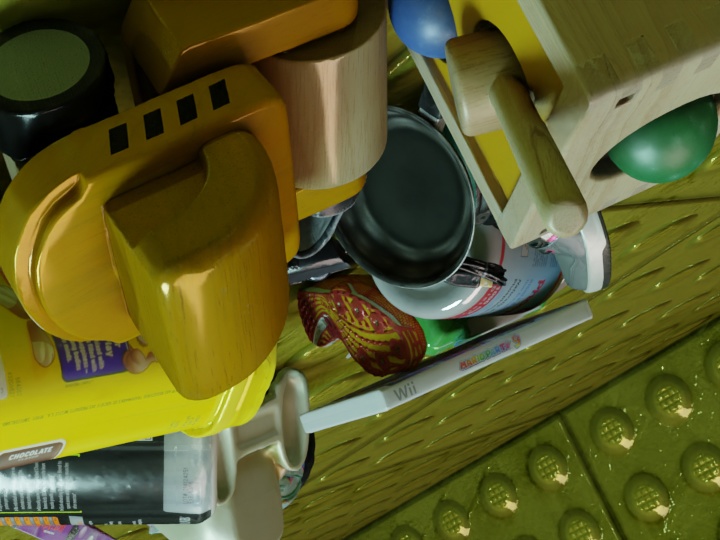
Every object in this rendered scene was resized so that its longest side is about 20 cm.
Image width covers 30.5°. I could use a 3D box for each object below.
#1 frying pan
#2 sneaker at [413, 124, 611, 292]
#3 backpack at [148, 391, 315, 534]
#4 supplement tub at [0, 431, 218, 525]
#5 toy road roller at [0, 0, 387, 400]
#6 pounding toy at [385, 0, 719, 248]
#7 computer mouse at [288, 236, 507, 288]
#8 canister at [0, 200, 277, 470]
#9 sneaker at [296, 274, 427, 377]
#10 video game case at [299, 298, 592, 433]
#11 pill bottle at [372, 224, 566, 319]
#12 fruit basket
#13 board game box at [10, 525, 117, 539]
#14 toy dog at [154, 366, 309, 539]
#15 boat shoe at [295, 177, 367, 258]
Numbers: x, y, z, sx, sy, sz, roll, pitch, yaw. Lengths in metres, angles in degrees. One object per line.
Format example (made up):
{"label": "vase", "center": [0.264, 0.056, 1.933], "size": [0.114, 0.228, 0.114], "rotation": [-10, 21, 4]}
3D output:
{"label": "frying pan", "center": [0.024, -0.080, 0.784], "size": [0.114, 0.192, 0.031], "rotation": [16, -151, 32]}
{"label": "sneaker", "center": [0.089, -0.046, 0.859], "size": [0.119, 0.084, 0.201], "rotation": [-22, 128, 4]}
{"label": "backpack", "center": [-0.141, 0.189, 1.285], "size": [0.166, 0.128, 0.200], "rotation": [-27, 163, 17]}
{"label": "supplement tub", "center": [-0.184, 0.089, 0.785], "size": [0.197, 0.124, 0.123], "rotation": [1, 160, -8]}
{"label": "toy road roller", "center": [-0.057, -0.037, 0.562], "size": [0.198, 0.146, 0.124], "rotation": [-26, 143, -19]}
{"label": "pounding toy", "center": [0.077, -0.098, 0.532], "size": [0.141, 0.202, 0.184], "rotation": [-23, 165, -11]}
{"label": "computer mouse", "center": [0.000, 0.000, 0.880], "size": [0.197, 0.035, 0.059], "rotation": [7, 169, 1]}
{"label": "canister", "center": [-0.161, 0.026, 0.643], "size": [0.198, 0.149, 0.087], "rotation": [-7, 134, -42]}
{"label": "sneaker", "center": [0.010, 0.030, 1.035], "size": [0.076, 0.074, 0.200], "rotation": [-21, -164, -17]}
{"label": "video game case", "center": [0.065, 0.074, 1.017], "size": [0.198, 0.018, 0.143], "rotation": [-21, 178, -30]}
{"label": "pill bottle", "center": [0.096, -0.019, 1.008], "size": [0.108, 0.110, 0.199], "rotation": [-34, 163, 27]}
{"label": "fruit basket", "center": [0.091, 0.031, 1.203], "size": [0.183, 0.095, 0.200], "rotation": [-21, 164, -20]}
{"label": "board game box", "center": [-0.262, 0.174, 1.003], "size": [0.032, 0.119, 0.200], "rotation": [-54, 162, -12]}
{"label": "toy dog", "center": [-0.150, 0.154, 1.065], "size": [0.198, 0.197, 0.139], "rotation": [4, -160, 35]}
{"label": "boat shoe", "center": [-0.024, -0.064, 0.732], "size": [0.071, 0.068, 0.200], "rotation": [-20, 163, -22]}
